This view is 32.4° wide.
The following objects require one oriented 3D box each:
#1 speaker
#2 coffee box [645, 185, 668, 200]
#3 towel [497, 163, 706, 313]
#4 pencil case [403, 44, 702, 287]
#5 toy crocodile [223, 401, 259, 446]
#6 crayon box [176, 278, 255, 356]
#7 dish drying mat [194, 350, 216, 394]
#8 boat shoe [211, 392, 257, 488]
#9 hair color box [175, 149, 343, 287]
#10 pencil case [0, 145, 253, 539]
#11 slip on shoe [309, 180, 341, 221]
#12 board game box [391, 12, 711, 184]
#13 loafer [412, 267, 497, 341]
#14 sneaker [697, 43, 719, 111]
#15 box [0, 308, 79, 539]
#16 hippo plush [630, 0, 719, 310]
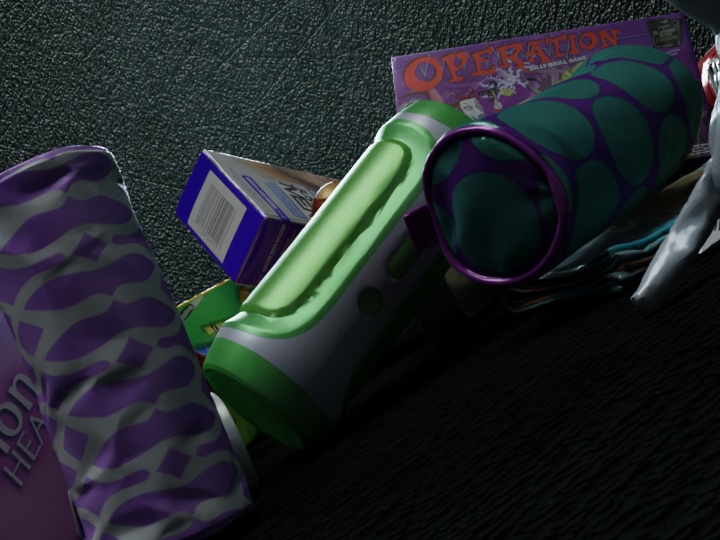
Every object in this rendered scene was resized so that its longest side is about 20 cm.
[{"bbox_3d":[0.000,0.000,0.697,0.200,0.088,0.088,-52,10,-20],"label":"speaker"},{"bbox_3d":[0.148,-0.085,0.943,0.079,0.114,0.200,-30,2,-9],"label":"coffee box"},{"bbox_3d":[0.178,-0.039,0.669,0.199,0.022,0.147,-31,3,-18],"label":"towel"},{"bbox_3d":[0.111,-0.061,0.667,0.092,0.086,0.200,-7,15,37],"label":"pencil case"},{"bbox_3d":[-0.058,0.071,0.853,0.199,0.062,0.067,-31,2,15],"label":"toy crocodile"},{"bbox_3d":[-0.124,0.079,0.948,0.200,0.058,0.119,-31,-27,-48],"label":"crayon box"},{"bbox_3d":[-0.163,0.038,0.747,0.076,0.200,0.018,-15,52,40],"label":"dish drying mat"},{"bbox_3d":[-0.115,0.105,0.708,0.060,0.073,0.202,-26,4,-20],"label":"boat shoe"},{"bbox_3d":[-0.033,-0.030,0.990,0.199,0.109,0.065,11,-66,-42],"label":"hair color box"},{"bbox_3d":[-0.120,0.043,0.572,0.085,0.201,0.084,-23,-7,10],"label":"pencil case"},{"bbox_3d":[-0.022,0.014,0.912,0.074,0.061,0.201,-20,-34,-30],"label":"slip on shoe"},{"bbox_3d":[0.123,-0.101,0.810,0.198,0.121,0.032,-9,-35,6],"label":"board game box"},{"bbox_3d":[0.062,-0.008,0.831,0.068,0.076,0.200,-36,0,14],"label":"loafer"},{"bbox_3d":[0.289,-0.144,0.931,0.112,0.072,0.200,-28,3,-26],"label":"sneaker"},{"bbox_3d":[-0.214,0.108,0.680,0.200,0.096,0.177,-30,32,53],"label":"box"},{"bbox_3d":[0.179,-0.115,0.497,0.199,0.162,0.159,-29,3,36],"label":"hippo plush"}]
